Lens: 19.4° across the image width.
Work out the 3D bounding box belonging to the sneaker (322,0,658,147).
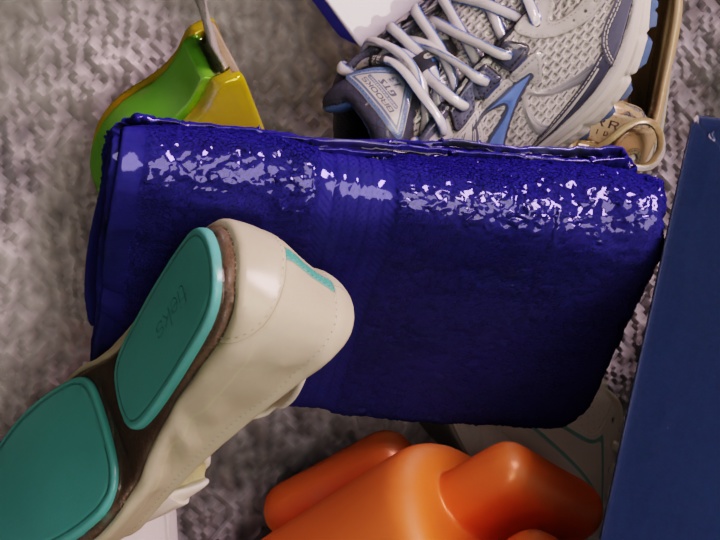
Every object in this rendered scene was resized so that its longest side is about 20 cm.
[{"bbox_3d":[0.036,-0.065,0.778,0.085,0.077,0.201,-2,133,-44],"label":"sneaker"}]

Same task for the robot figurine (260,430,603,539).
[{"bbox_3d":[0.005,0.145,0.804,0.199,0.116,0.144,-34,86,25],"label":"robot figurine"}]

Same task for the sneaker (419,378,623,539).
[{"bbox_3d":[0.082,0.088,0.878,0.080,0.070,0.202,-29,106,-16],"label":"sneaker"}]

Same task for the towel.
[{"bbox_3d":[0.000,0.000,0.765,0.198,0.148,0.050,6,54,-9],"label":"towel"}]

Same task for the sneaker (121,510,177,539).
[{"bbox_3d":[-0.108,0.167,0.808,0.077,0.099,0.202,12,94,-20],"label":"sneaker"}]

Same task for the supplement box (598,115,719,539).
[{"bbox_3d":[0.175,0.082,0.767,0.133,0.200,0.202,9,70,18],"label":"supplement box"}]

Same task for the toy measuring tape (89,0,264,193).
[{"bbox_3d":[-0.077,-0.064,0.775,0.073,0.074,0.201,-32,138,-12],"label":"toy measuring tape"}]

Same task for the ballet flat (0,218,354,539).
[{"bbox_3d":[-0.068,0.053,0.745,0.069,0.200,0.070,21,49,-26],"label":"ballet flat"}]

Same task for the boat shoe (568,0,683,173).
[{"bbox_3d":[0.090,-0.085,0.841,0.073,0.063,0.202,11,85,-16],"label":"boat shoe"}]

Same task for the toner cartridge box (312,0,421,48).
[{"bbox_3d":[-0.026,-0.192,0.781,0.095,0.043,0.200,-39,106,-1],"label":"toner cartridge box"}]
